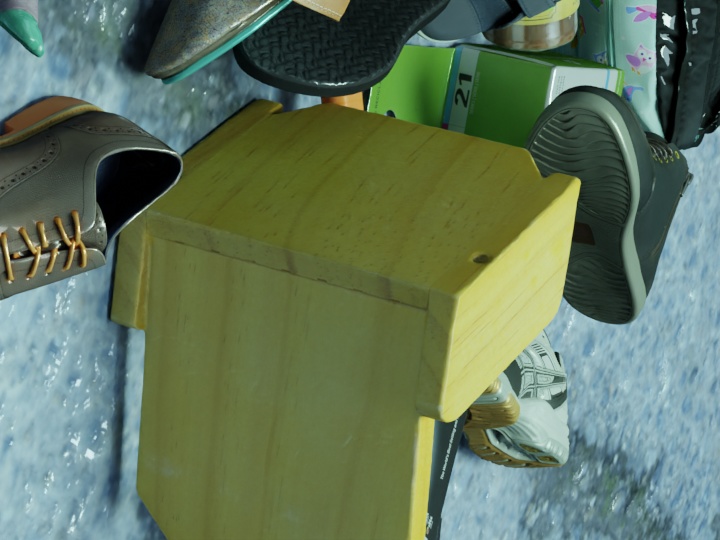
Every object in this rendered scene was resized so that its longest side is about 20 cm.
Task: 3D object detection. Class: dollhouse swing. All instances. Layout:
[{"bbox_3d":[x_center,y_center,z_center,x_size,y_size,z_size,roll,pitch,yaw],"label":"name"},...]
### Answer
[{"bbox_3d":[-0.007,0.040,1.360,0.182,0.199,0.177,-42,136,-46],"label":"dollhouse swing"}]

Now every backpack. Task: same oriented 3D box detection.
[{"bbox_3d":[0.194,-0.182,1.695,0.166,0.126,0.201,-24,125,-41],"label":"backpack"}]

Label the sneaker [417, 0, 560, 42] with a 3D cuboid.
[{"bbox_3d":[0.113,-0.194,1.507,0.200,0.079,0.079,-37,125,0],"label":"sneaker"}]

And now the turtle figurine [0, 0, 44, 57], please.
[{"bbox_3d":[-0.106,-0.197,1.163,0.200,0.101,0.150,-48,128,-5],"label":"turtle figurine"}]

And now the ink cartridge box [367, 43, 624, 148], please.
[{"bbox_3d":[0.075,-0.058,1.590,0.200,0.075,0.149,-6,108,-61],"label":"ink cartridge box"}]

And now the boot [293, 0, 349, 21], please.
[{"bbox_3d":[-0.055,-0.219,1.246,0.199,0.077,0.156,22,99,-30],"label":"boot"}]

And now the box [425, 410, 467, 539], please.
[{"bbox_3d":[-0.007,0.088,1.474,0.158,0.050,0.201,46,51,-45],"label":"box"}]

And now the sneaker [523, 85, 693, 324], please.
[{"bbox_3d":[0.150,-0.067,1.581,0.200,0.074,0.107,78,33,-54],"label":"sneaker"}]

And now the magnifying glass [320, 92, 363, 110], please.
[{"bbox_3d":[0.000,0.000,1.430,0.079,0.022,0.201,-4,86,-50],"label":"magnifying glass"}]

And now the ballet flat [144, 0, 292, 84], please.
[{"bbox_3d":[-0.040,-0.170,1.332,0.200,0.068,0.067,-35,103,-19],"label":"ballet flat"}]

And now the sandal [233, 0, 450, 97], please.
[{"bbox_3d":[-0.007,-0.128,1.424,0.045,0.075,0.200,-55,171,33],"label":"sandal"}]

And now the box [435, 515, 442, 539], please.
[{"bbox_3d":[-0.018,0.186,1.568,0.200,0.049,0.162,-23,125,-55],"label":"box"}]

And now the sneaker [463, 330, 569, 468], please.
[{"bbox_3d":[0.079,0.062,1.680,0.200,0.075,0.088,42,51,-62],"label":"sneaker"}]

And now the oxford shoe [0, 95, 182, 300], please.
[{"bbox_3d":[-0.158,-0.022,1.194,0.200,0.073,0.072,-43,138,-44],"label":"oxford shoe"}]

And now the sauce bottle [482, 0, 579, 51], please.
[{"bbox_3d":[0.098,-0.231,1.566,0.065,0.064,0.201,-40,134,-47],"label":"sauce bottle"}]
